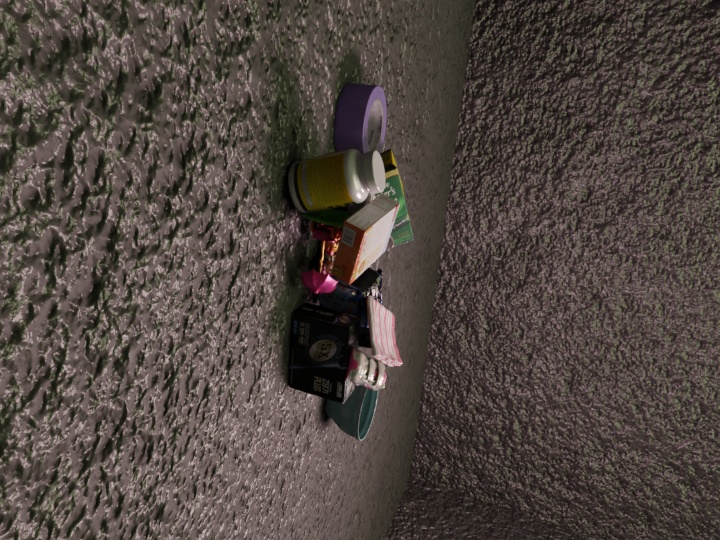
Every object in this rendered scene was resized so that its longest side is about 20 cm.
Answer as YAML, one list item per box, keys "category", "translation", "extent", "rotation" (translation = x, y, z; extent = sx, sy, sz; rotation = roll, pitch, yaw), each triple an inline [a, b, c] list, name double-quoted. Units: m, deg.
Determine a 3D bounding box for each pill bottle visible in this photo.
- category: "pill bottle"
  translation: [-0.049, -0.195, 1.175]
  extent: [0.112, 0.193, 0.117]
  rotation: [-7, 90, -69]

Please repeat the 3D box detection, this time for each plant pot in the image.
- category: "plant pot"
  translation: [-0.032, 0.421, 1.745]
  extent: [0.200, 0.129, 0.209]
  rotation: [12, 90, -73]

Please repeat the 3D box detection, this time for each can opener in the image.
- category: "can opener"
  translation: [-0.047, 0.159, 1.431]
  extent: [0.067, 0.193, 0.056]
  rotation: [-31, 123, -61]

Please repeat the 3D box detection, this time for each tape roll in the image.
- category: "tape roll"
  translation: [0.003, -0.390, 1.456]
  extent: [0.199, 0.082, 0.208]
  rotation: [11, 89, -74]

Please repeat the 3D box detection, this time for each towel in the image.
- category: "towel"
  translation: [0.060, 0.156, 1.375]
  extent: [0.200, 0.029, 0.152]
  rotation: [42, 38, -65]

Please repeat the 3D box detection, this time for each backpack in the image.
- category: "backpack"
  translation: [-0.027, 0.078, 1.465]
  extent: [0.134, 0.179, 0.205]
  rotation: [-43, 142, -33]

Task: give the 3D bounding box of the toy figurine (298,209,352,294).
- category: "toy figurine"
  translation: [-0.084, -0.041, 1.303]
  extent: [0.200, 0.145, 0.191]
  rotation: [-39, 142, -72]

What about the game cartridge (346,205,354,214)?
- category: "game cartridge"
  translation: [-0.001, -0.161, 1.509]
  extent: [0.201, 0.040, 0.138]
  rotation: [55, 24, -63]

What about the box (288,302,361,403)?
- category: "box"
  translation: [-0.091, 0.206, 1.373]
  extent: [0.086, 0.158, 0.208]
  rotation: [-36, 135, -65]

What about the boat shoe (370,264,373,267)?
- category: "boat shoe"
  translation: [-0.013, -0.021, 1.654]
  extent: [0.198, 0.073, 0.063]
  rotation: [12, 89, -61]

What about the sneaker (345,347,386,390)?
- category: "sneaker"
  translation: [0.020, 0.246, 1.339]
  extent: [0.200, 0.085, 0.084]
  rotation: [50, 53, -69]

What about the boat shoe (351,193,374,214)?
- category: "boat shoe"
  translation: [0.016, -0.122, 1.370]
  extent: [0.072, 0.067, 0.205]
  rotation: [-113, -150, -50]

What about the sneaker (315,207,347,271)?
- category: "sneaker"
  translation: [-0.078, -0.087, 1.421]
  extent: [0.203, 0.072, 0.109]
  rotation: [-63, 146, -44]

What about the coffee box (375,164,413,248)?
- category: "coffee box"
  translation: [0.061, -0.159, 1.425]
  extent: [0.044, 0.119, 0.206]
  rotation: [-118, -169, -65]

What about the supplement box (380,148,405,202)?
- category: "supplement box"
  translation: [0.057, -0.251, 1.530]
  extent: [0.202, 0.105, 0.112]
  rotation: [-88, 157, -65]

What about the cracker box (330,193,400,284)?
- category: "cracker box"
  translation: [0.013, -0.075, 1.232]
  extent: [0.200, 0.056, 0.138]
  rotation: [-41, 153, -54]
